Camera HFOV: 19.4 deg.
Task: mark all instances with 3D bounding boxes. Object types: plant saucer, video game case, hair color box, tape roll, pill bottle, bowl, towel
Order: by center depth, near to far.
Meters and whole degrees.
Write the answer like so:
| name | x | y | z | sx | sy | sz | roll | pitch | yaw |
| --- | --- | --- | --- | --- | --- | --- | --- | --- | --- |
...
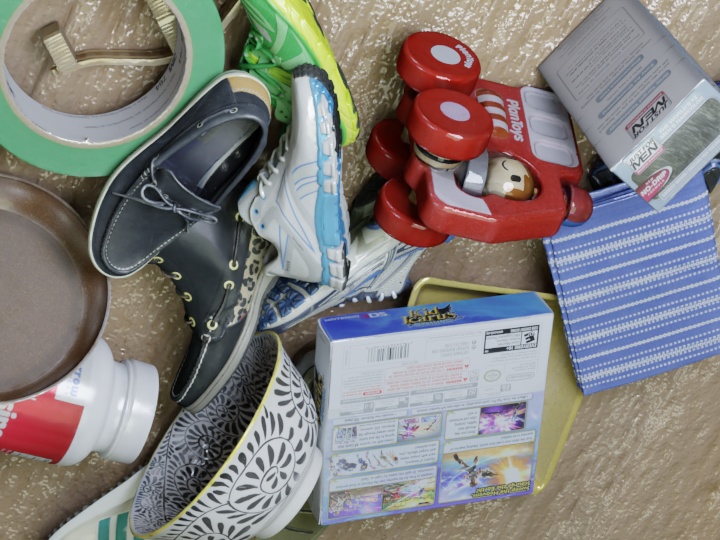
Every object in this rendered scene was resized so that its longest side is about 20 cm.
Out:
| name | x | y | z | sx | sy | sz | roll | pitch | yaw |
| --- | --- | --- | --- | --- | --- | --- | --- | --- | --- |
| tape roll | -0.204 | -0.169 | 1.600 | 0.199 | 0.048 | 0.202 | -7 | 124 | -11 |
| plant saucer | -0.296 | 0.018 | 1.652 | 0.199 | 0.201 | 0.032 | 2 | 153 | -14 |
| hair color box | 0.219 | -0.139 | 1.661 | 0.061 | 0.200 | 0.099 | 38 | 104 | -27 |
| pill bottle | -0.272 | 0.095 | 1.721 | 0.199 | 0.112 | 0.113 | 15 | 113 | -20 |
| bowl | -0.093 | 0.158 | 1.723 | 0.094 | 0.201 | 0.201 | 37 | 105 | -17 |
| video game case | 0.057 | 0.116 | 1.775 | 0.199 | 0.045 | 0.182 | -6 | 119 | -18 |
| towel | 0.234 | 0.008 | 1.786 | 0.144 | 0.024 | 0.201 | -17 | 125 | -1 |
| plant saucer | 0.099 | 0.093 | 1.835 | 0.199 | 0.048 | 0.201 | 7 | 116 | -26 |

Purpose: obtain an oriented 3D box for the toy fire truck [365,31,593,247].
| name | x | y | z | sx | sy | sz | roll | pitch | yaw |
| --- | --- | --- | --- | --- | --- | --- | --- | --- | --- |
| toy fire truck | 0.101 | -0.092 | 1.662 | 0.167 | 0.201 | 0.113 | 11 | 127 | -14 |

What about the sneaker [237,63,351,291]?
| name | x | y | z | sx | sy | sz | roll | pitch | yaw |
| --- | --- | --- | --- | --- | --- | --- | --- | --- | --- |
| sneaker | -0.054 | -0.068 | 1.637 | 0.086 | 0.075 | 0.201 | 1 | 124 | 5 |

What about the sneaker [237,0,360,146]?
| name | x | y | z | sx | sy | sz | roll | pitch | yaw |
| --- | --- | --- | --- | --- | --- | --- | --- | --- | --- |
| sneaker | -0.062 | -0.160 | 1.642 | 0.083 | 0.074 | 0.201 | -24 | 133 | 2 |

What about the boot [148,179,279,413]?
| name | x | y | z | sx | sy | sz | roll | pitch | yaw |
| --- | --- | --- | --- | --- | --- | --- | --- | --- | --- |
| boot | -0.152 | 0.003 | 1.722 | 0.153 | 0.074 | 0.205 | 22 | 101 | -21 |

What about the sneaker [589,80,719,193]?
| name | x | y | z | sx | sy | sz | roll | pitch | yaw |
| --- | --- | --- | --- | --- | --- | --- | --- | --- | --- |
| sneaker | 0.284 | -0.111 | 1.768 | 0.199 | 0.079 | 0.075 | -24 | 125 | 20 |

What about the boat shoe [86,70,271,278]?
| name | x | y | z | sx | sy | sz | roll | pitch | yaw |
| --- | --- | --- | --- | --- | --- | --- | --- | --- | --- |
| boat shoe | -0.140 | -0.066 | 1.619 | 0.074 | 0.062 | 0.200 | 33 | 110 | -33 |

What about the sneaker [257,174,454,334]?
| name | x | y | z | sx | sy | sz | roll | pitch | yaw |
| --- | --- | --- | --- | --- | --- | --- | --- | --- | --- |
| sneaker | 0.000 | 0.000 | 1.758 | 0.200 | 0.077 | 0.085 | -36 | 126 | 9 |

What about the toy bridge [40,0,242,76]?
| name | x | y | z | sx | sy | sz | roll | pitch | yaw |
| --- | --- | --- | --- | --- | --- | --- | --- | --- | --- |
| toy bridge | -0.152 | -0.198 | 1.642 | 0.199 | 0.027 | 0.067 | -26 | 121 | 2 |

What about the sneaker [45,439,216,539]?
| name | x | y | z | sx | sy | sz | roll | pitch | yaw |
| --- | --- | --- | --- | --- | --- | --- | --- | --- | --- |
| sneaker | -0.192 | 0.237 | 1.816 | 0.199 | 0.094 | 0.070 | -38 | 159 | 5 |

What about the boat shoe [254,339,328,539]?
| name | x | y | z | sx | sy | sz | roll | pitch | yaw |
| --- | --- | --- | --- | --- | --- | --- | --- | --- | --- |
| boat shoe | -0.048 | 0.154 | 1.830 | 0.074 | 0.069 | 0.201 | 10 | 117 | -20 |
